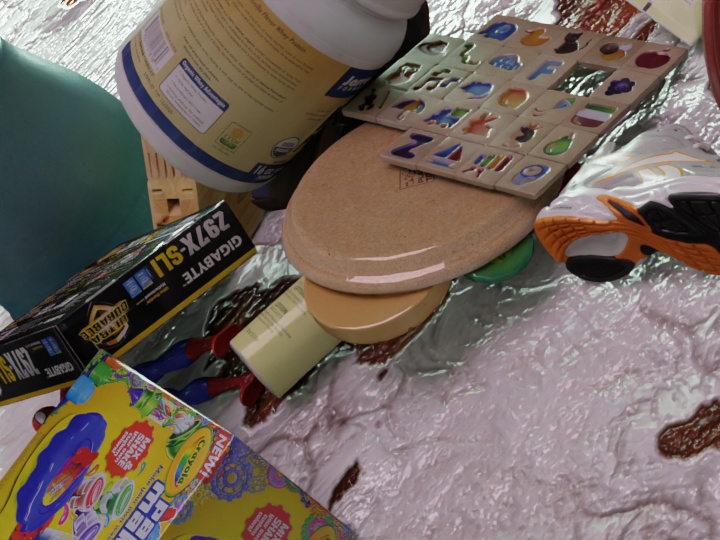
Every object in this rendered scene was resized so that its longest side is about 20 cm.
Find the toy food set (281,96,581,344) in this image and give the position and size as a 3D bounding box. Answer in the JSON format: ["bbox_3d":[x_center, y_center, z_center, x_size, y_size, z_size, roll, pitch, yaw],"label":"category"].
[{"bbox_3d":[0.044,-0.043,1.342,0.197,0.049,0.200,-23,34,-1],"label":"toy food set"}]

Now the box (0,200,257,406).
[{"bbox_3d":[-0.182,0.027,1.480,0.159,0.050,0.200,-37,10,-29],"label":"box"}]

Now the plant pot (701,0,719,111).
[{"bbox_3d":[0.313,-0.137,1.067,0.195,0.201,0.202,16,68,45],"label":"plant pot"}]

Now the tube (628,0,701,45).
[{"bbox_3d":[0.245,-0.244,1.350,0.200,0.052,0.058,-51,29,-5],"label":"tube"}]

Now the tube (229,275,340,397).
[{"bbox_3d":[0.000,0.000,1.395,0.200,0.058,0.052,-41,-11,-5],"label":"tube"}]

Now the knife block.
[{"bbox_3d":[-0.081,-0.101,1.592,0.175,0.202,0.064,-13,9,-39],"label":"knife block"}]

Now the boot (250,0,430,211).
[{"bbox_3d":[-0.017,-0.126,1.520,0.096,0.075,0.201,-5,54,42],"label":"boot"}]

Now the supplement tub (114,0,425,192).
[{"bbox_3d":[-0.058,-0.165,1.418,0.200,0.144,0.145,-43,31,28],"label":"supplement tub"}]

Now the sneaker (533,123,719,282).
[{"bbox_3d":[0.192,-0.051,1.210,0.199,0.076,0.092,-1,50,47],"label":"sneaker"}]

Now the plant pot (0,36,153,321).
[{"bbox_3d":[-0.273,-0.086,1.663,0.199,0.188,0.201,-29,37,25],"label":"plant pot"}]

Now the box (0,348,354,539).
[{"bbox_3d":[-0.143,0.185,1.298,0.201,0.122,0.192,-54,35,-9],"label":"box"}]

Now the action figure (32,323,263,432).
[{"bbox_3d":[-0.160,0.088,1.469,0.199,0.066,0.052,-16,25,38],"label":"action figure"}]

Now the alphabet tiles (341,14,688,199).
[{"bbox_3d":[0.089,-0.114,1.363,0.199,0.008,0.167,17,48,42],"label":"alphabet tiles"}]
